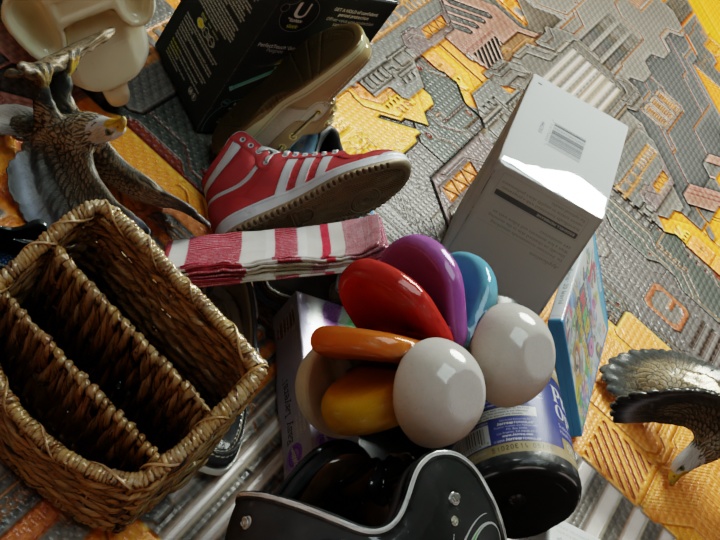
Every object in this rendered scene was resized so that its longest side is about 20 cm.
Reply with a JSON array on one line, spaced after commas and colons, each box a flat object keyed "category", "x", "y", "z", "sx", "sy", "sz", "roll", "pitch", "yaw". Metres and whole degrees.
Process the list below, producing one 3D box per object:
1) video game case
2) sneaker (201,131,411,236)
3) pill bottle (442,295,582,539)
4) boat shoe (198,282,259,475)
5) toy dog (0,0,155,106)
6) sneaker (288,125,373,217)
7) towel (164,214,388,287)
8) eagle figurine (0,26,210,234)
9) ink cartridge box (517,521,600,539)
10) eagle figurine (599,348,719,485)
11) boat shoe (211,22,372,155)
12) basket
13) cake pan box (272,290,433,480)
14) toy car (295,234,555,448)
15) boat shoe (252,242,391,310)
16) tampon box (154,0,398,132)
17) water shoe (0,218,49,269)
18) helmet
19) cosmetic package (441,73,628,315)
[{"category": "video game case", "x": 0.231, "y": 0.057, "z": 1.501, "sx": 0.200, "sy": 0.018, "sz": 0.144, "roll": -62, "pitch": 144, "yaw": -54}, {"category": "sneaker", "x": -0.058, "y": -0.094, "z": 1.373, "sx": 0.199, "sy": 0.071, "sz": 0.113, "roll": -22, "pitch": 53, "yaw": -6}, {"category": "pill bottle", "x": 0.122, "y": 0.123, "z": 1.252, "sx": 0.111, "sy": 0.112, "sz": 0.201, "roll": 20, "pitch": 42, "yaw": -25}, {"category": "boat shoe", "x": -0.119, "y": 0.080, "z": 1.209, "sx": 0.074, "sy": 0.060, "sz": 0.201, "roll": 25, "pitch": 39, "yaw": -21}, {"category": "toy dog", "x": -0.264, "y": -0.277, "z": 1.382, "sx": 0.194, "sy": 0.139, "sz": 0.201, "roll": 58, "pitch": 4, "yaw": -44}, {"category": "sneaker", "x": -0.017, "y": -0.061, "z": 1.419, "sx": 0.078, "sy": 0.090, "sz": 0.201, "roll": -3, "pitch": 55, "yaw": -50}, {"category": "towel", "x": -0.075, "y": -0.019, "z": 1.248, "sx": 0.198, "sy": 0.023, "sz": 0.144, "roll": -6, "pitch": 14, "yaw": -1}, {"category": "eagle figurine", "x": -0.239, "y": -0.098, "z": 1.263, "sx": 0.151, "sy": 0.151, "sz": 0.201, "roll": -25, "pitch": 102, "yaw": -10}, {"category": "ink cartridge box", "x": 0.191, "y": 0.328, "z": 1.203, "sx": 0.147, "sy": 0.086, "sz": 0.201, "roll": 29, "pitch": 36, "yaw": -15}, {"category": "eagle figurine", "x": 0.357, "y": 0.155, "z": 1.492, "sx": 0.200, "sy": 0.152, "sz": 0.151, "roll": 44, "pitch": 57, "yaw": -3}, {"category": "boat shoe", "x": -0.059, "y": -0.167, "z": 1.411, "sx": 0.066, "sy": 0.199, "sz": 0.074, "roll": 37, "pitch": 33, "yaw": -33}, {"category": "basket", "x": -0.197, "y": 0.073, "z": 1.061, "sx": 0.200, "sy": 0.149, "sz": 0.143, "roll": 46, "pitch": 44, "yaw": 10}, {"category": "cake pan box", "x": 0.014, "y": 0.129, "z": 1.285, "sx": 0.183, "sy": 0.052, "sz": 0.201, "roll": 18, "pitch": 42, "yaw": -24}, {"category": "toy car", "x": 0.043, "y": 0.049, "z": 1.144, "sx": 0.199, "sy": 0.174, "sz": 0.151, "roll": -22, "pitch": 103, "yaw": -41}, {"category": "boat shoe", "x": 0.000, "y": 0.000, "z": 1.337, "sx": 0.198, "sy": 0.072, "sz": 0.073, "roll": -2, "pitch": 75, "yaw": -13}, {"category": "tampon box", "x": -0.090, "y": -0.253, "z": 1.468, "sx": 0.149, "sy": 0.200, "sz": 0.127, "roll": -1, "pitch": 52, "yaw": -43}, {"category": "water shoe", "x": -0.331, "y": -0.020, "z": 1.108, "sx": 0.199, "sy": 0.079, "sz": 0.072, "roll": 2, "pitch": 50, "yaw": -40}, {"category": "helmet", "x": -0.004, "y": 0.223, "z": 1.051, "sx": 0.190, "sy": 0.200, "sz": 0.200, "roll": -36, "pitch": 78, "yaw": -33}, {"category": "cosmetic package", "x": 0.169, "y": -0.058, "z": 1.482, "sx": 0.122, "sy": 0.201, "sz": 0.200, "roll": 29, "pitch": 37, "yaw": -1}]
